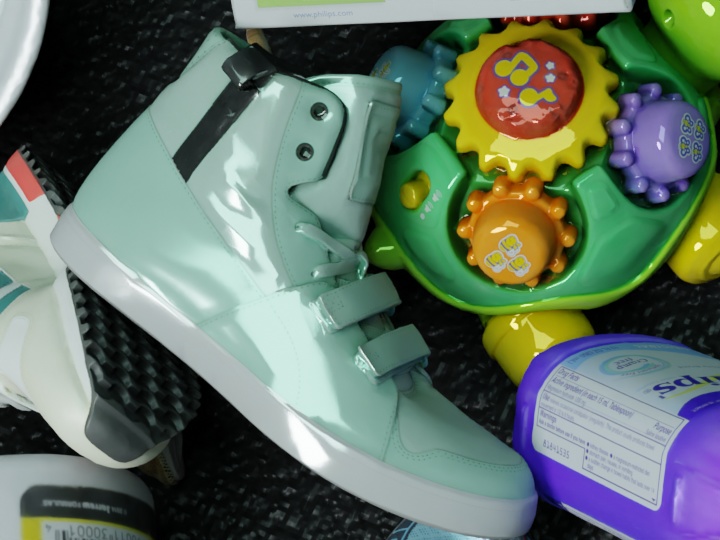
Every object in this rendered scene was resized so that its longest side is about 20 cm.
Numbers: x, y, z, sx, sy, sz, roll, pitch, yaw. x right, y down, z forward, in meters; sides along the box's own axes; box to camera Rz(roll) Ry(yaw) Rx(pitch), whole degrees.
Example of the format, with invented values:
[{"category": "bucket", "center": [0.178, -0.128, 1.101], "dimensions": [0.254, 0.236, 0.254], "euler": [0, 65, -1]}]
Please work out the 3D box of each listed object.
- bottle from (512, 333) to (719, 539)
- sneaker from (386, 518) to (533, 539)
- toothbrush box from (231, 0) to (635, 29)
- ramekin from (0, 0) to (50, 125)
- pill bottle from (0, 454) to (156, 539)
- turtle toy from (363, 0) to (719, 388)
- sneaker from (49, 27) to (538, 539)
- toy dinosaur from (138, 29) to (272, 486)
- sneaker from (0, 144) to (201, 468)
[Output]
[{"category": "bottle", "center": [0.129, 0.070, 0.753], "dimensions": [0.083, 0.200, 0.065], "euler": [1, 100, -26]}, {"category": "sneaker", "center": [0.003, 0.164, 0.797], "dimensions": [0.079, 0.096, 0.200], "euler": [24, 79, 20]}, {"category": "toothbrush box", "center": [0.043, -0.167, 0.847], "dimensions": [0.145, 0.086, 0.200], "euler": [-1, 27, 17]}, {"category": "ramekin", "center": [-0.219, -0.128, 0.911], "dimensions": [0.200, 0.098, 0.201], "euler": [-1, 105, -2]}, {"category": "pill bottle", "center": [-0.124, 0.176, 0.816], "dimensions": [0.114, 0.114, 0.201], "euler": [-9, 69, 11]}, {"category": "turtle toy", "center": [0.085, -0.060, 0.851], "dimensions": [0.200, 0.101, 0.146], "euler": [-33, 67, -6]}, {"category": "sneaker", "center": [0.000, 0.000, 0.791], "dimensions": [0.200, 0.074, 0.118], "euler": [36, 102, 7]}, {"category": "toy dinosaur", "center": [-0.044, -0.015, 0.887], "dimensions": [0.106, 0.060, 0.200], "euler": [13, 76, 29]}, {"category": "sneaker", "center": [-0.126, 0.032, 0.861], "dimensions": [0.093, 0.070, 0.200], "euler": [-43, 33, 7]}]
